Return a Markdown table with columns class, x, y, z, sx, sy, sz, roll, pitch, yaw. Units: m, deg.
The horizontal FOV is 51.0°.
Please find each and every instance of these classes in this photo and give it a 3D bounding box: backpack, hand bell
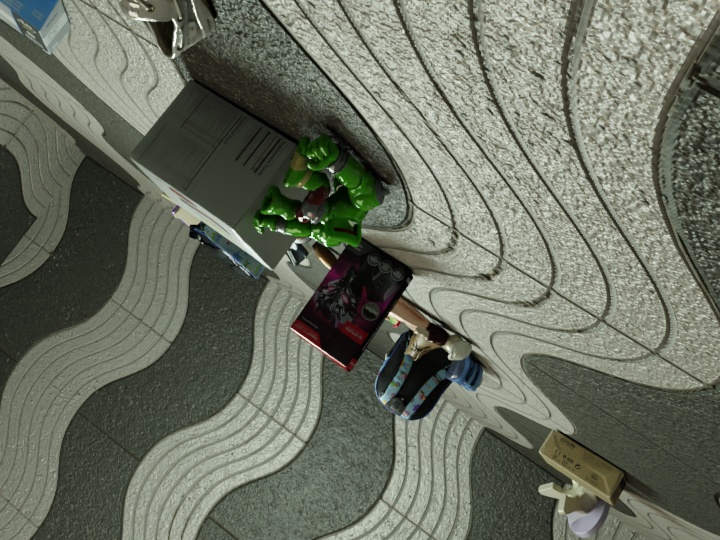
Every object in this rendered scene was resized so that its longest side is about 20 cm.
| class | x | y | z | sx | sy | sz | roll | pitch | yaw |
| --- | --- | --- | --- | --- | --- | --- | --- | --- | --- |
| backpack | -0.293 | -0.079 | 1.826 | 0.183 | 0.147 | 0.200 | 40 | 174 | -26 |
| hand bell | -0.034 | 0.017 | 1.630 | 0.200 | 0.104 | 0.104 | 47 | 171 | -3 |
| backpack | 0.133 | 0.276 | 1.939 | 0.182 | 0.201 | 0.135 | 34 | 172 | -2 |

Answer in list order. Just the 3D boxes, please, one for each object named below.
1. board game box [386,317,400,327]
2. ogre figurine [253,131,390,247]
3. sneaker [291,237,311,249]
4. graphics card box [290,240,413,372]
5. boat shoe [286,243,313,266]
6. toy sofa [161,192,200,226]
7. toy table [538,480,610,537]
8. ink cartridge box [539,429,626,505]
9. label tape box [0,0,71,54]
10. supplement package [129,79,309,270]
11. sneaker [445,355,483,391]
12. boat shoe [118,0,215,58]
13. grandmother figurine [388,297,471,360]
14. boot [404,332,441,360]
| class | x | y | z | sx | sy | sz | roll | pitch | yaw |
| --- | --- | --- | --- | --- | --- | --- | --- | --- | --- |
| board game box | 0.049 | 0.101 | 1.837 | 0.199 | 0.039 | 0.158 | 28 | 169 | 42 |
| ogre figurine | -0.049 | -0.086 | 0.947 | 0.119 | 0.200 | 0.098 | 24 | -145 | -20 |
| sneaker | -0.115 | -0.077 | 1.394 | 0.109 | 0.070 | 0.200 | 48 | 173 | -38 |
| graphics card box | -0.014 | 0.055 | 1.296 | 0.125 | 0.201 | 0.051 | 33 | 172 | 17 |
| boat shoe | -0.180 | -0.089 | 1.585 | 0.200 | 0.062 | 0.075 | 50 | 172 | -34 |
| toy sofa | -0.530 | -0.187 | 2.334 | 0.083 | 0.098 | 0.200 | 30 | 171 | 26 |
| toy table | 0.589 | 0.602 | 2.040 | 0.117 | 0.183 | 0.200 | 44 | -148 | -16 |
| ink cartridge box | 0.560 | 0.495 | 1.896 | 0.199 | 0.075 | 0.165 | 30 | 171 | 29 |
| label tape box | -0.527 | -0.421 | 1.146 | 0.143 | 0.066 | 0.200 | 37 | 173 | -13 |
| supplement package | -0.186 | -0.134 | 1.108 | 0.199 | 0.147 | 0.191 | 33 | 171 | 19 |
| sneaker | 0.242 | 0.230 | 1.712 | 0.082 | 0.074 | 0.200 | 31 | 178 | 12 |
| boat shoe | -0.192 | -0.260 | 0.697 | 0.071 | 0.069 | 0.200 | 34 | 171 | 15 |
| grandmother figurine | 0.140 | 0.122 | 1.570 | 0.199 | 0.061 | 0.121 | 30 | -162 | 14 |
| boot | 0.147 | 0.169 | 1.718 | 0.073 | 0.076 | 0.200 | 37 | 168 | 1 |
